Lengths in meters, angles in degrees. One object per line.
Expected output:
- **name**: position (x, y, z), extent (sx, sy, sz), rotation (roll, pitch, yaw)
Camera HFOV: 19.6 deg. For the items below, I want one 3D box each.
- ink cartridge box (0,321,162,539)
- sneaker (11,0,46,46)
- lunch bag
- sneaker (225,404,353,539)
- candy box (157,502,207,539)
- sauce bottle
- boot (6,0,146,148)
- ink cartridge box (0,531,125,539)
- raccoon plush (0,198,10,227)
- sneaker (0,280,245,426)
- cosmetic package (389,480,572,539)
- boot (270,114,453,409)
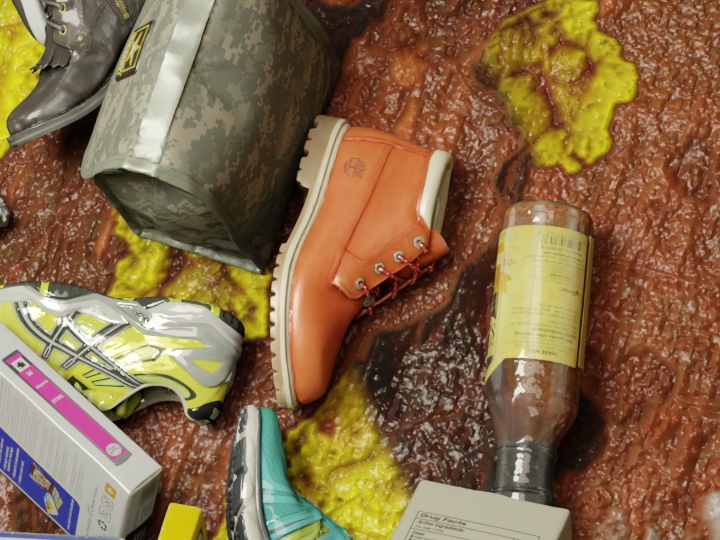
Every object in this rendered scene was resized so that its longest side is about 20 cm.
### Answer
- **ink cartridge box**: position (-0.214, 0.102, 1.352), extent (0.199, 0.095, 0.037), rotation (38, 50, 17)
- **sneaker**: position (-0.272, -0.240, 1.492), extent (0.098, 0.071, 0.202), rotation (-23, 81, 22)
- **lunch bag**: position (-0.101, -0.110, 1.345), extent (0.117, 0.200, 0.165), rotation (17, 77, 14)
- **sneaker**: position (-0.039, 0.182, 1.322), extent (0.079, 0.078, 0.202), rotation (-12, 75, -15)
- **candy box**: position (-0.123, 0.250, 1.247), extent (0.026, 0.103, 0.201), rotation (8, 49, 8)
- **sauce bottle**: position (0.111, 0.058, 1.327), extent (0.065, 0.066, 0.202), rotation (5, 72, 11)
- **boot**: position (-0.217, -0.202, 1.415), extent (0.174, 0.069, 0.200), rotation (49, 65, -17)
- **ink cartridge box**: position (-0.225, 0.266, 1.295), extent (0.195, 0.043, 0.202), rotation (-2, 71, 34)
- **raccoon plush**: position (-0.314, -0.120, 1.466), extent (0.199, 0.097, 0.135), rotation (34, 64, -12)
- **sneaker**: position (-0.178, 0.056, 1.372), extent (0.198, 0.075, 0.077), rotation (4, 73, 12)
- **cosmetic package**: position (0.050, 0.222, 1.225), extent (0.104, 0.072, 0.200), rotation (10, 39, 21)
- **boot**: position (0.000, 0.000, 1.363), extent (0.106, 0.075, 0.202), rotation (12, 74, 8)
